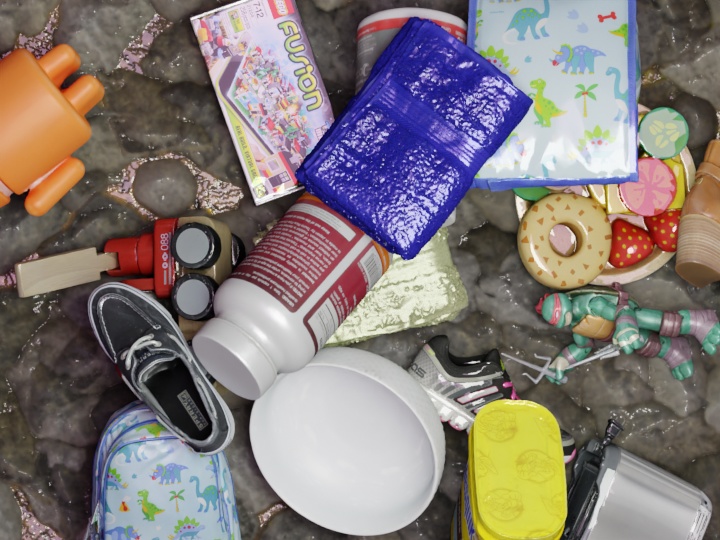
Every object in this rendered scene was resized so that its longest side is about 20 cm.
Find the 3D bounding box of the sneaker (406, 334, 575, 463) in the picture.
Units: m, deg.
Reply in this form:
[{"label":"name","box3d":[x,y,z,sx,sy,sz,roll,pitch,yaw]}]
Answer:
[{"label":"sneaker","box3d":[0.137,0.128,1.655,0.199,0.074,0.088,26,95,1]}]

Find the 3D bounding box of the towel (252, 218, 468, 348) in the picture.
[{"label":"towel","box3d":[0.000,0.000,1.664,0.199,0.036,0.149,-15,91,-3]}]

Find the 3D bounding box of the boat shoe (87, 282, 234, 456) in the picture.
[{"label":"boat shoe","box3d":[-0.193,0.088,1.525,0.072,0.068,0.200,-36,75,0]}]

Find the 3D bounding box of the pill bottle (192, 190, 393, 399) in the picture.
[{"label":"pill bottle","box3d":[-0.067,0.023,1.555,0.113,0.113,0.200,43,64,-4]}]

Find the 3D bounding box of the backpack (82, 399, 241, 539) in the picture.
[{"label":"backpack","box3d":[-0.194,0.226,1.607,0.162,0.154,0.201,-1,85,-1]}]

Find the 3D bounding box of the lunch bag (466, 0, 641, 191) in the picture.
[{"label":"lunch bag","box3d":[0.188,-0.169,1.588,0.169,0.128,0.201,-2,60,11]}]

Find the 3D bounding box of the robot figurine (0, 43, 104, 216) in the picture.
[{"label":"robot figurine","box3d":[-0.345,-0.137,1.598,0.200,0.117,0.144,-38,131,-2]}]

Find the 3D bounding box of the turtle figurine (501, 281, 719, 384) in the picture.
[{"label":"turtle figurine","box3d":[0.251,0.062,1.636,0.199,0.150,0.101,7,76,-14]}]

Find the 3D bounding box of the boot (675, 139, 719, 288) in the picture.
[{"label":"boot","box3d":[0.409,-0.030,1.675,0.200,0.073,0.155,36,59,-31]}]

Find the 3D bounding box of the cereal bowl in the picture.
[{"label":"cereal bowl","box3d":[-0.005,0.159,1.622,0.199,0.083,0.201,10,120,17]}]

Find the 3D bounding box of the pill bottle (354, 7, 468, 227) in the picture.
[{"label":"pill bottle","box3d":[0.050,-0.147,1.608,0.113,0.114,0.201,2,80,-4]}]

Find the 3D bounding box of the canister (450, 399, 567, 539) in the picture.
[{"label":"canister","box3d":[0.138,0.241,1.576,0.086,0.200,0.149,2,53,-4]}]

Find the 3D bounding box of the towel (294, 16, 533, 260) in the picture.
[{"label":"towel","box3d":[0.048,-0.126,1.519,0.147,0.050,0.200,36,85,14]}]

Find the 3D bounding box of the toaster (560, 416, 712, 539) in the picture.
[{"label":"toaster","box3d":[0.267,0.262,1.650,0.129,0.114,0.201,24,87,-8]}]

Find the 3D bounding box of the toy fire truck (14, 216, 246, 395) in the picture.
[{"label":"toy fire truck","box3d":[-0.227,0.038,1.621,0.199,0.129,0.177,-2,86,16]}]

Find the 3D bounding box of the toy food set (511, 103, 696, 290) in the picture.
[{"label":"toy food set","box3d":[0.251,-0.083,1.672,0.199,0.049,0.199,-6,91,-3]}]

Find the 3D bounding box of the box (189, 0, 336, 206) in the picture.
[{"label":"box","box3d":[-0.090,-0.178,1.655,0.109,0.035,0.201,-20,92,-3]}]
